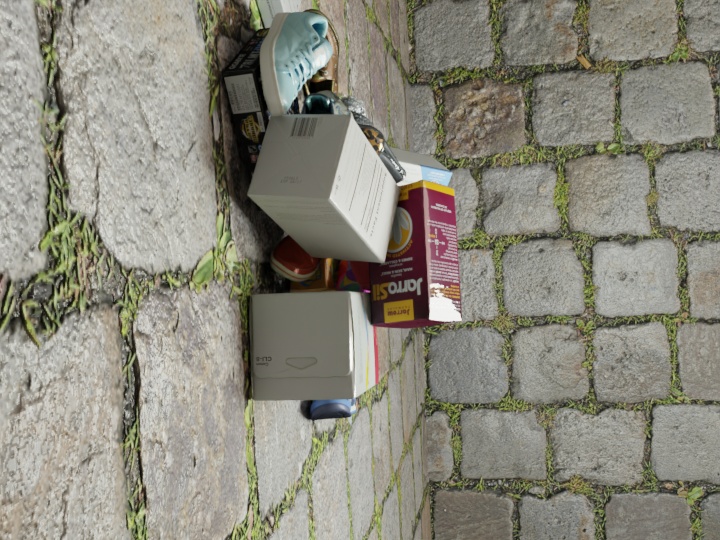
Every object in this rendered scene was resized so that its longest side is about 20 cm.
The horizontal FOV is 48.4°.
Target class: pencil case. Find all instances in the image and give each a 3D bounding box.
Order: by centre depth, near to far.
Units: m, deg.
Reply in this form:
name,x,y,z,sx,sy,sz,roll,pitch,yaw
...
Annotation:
name,x,y,z,sx,sy,sz,roll,pitch,yaw
pencil case,0.000,0.000,1.327,0.089,0.088,0.201,77,14,-45

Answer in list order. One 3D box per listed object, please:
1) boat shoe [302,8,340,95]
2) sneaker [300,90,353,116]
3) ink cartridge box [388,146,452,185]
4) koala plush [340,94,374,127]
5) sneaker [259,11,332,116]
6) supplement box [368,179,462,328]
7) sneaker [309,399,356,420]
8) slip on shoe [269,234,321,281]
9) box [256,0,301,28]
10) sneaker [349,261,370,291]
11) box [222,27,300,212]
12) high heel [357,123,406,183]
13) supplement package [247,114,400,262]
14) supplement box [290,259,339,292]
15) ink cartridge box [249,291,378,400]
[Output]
name,x,y,z,sx,sy,sz,roll,pitch,yaw
boat shoe,-0.070,-0.357,1.415,0.201,0.071,0.068,77,14,-46
sneaker,-0.053,-0.236,1.213,0.201,0.077,0.087,-93,172,-53
ink cartridge box,0.059,-0.115,1.466,0.084,0.144,0.201,48,-56,49
koala plush,-0.003,-0.221,1.526,0.178,0.182,0.201,-83,156,-46
sneaker,-0.080,-0.280,1.047,0.074,0.081,0.201,71,18,-49
supplement box,0.077,-0.020,1.178,0.085,0.110,0.202,8,77,-49
sneaker,-0.049,0.218,1.405,0.200,0.073,0.083,61,26,-84
slip on shoe,-0.077,-0.046,1.212,0.061,0.074,0.200,-64,172,34
box,-0.125,-0.469,1.222,0.156,0.041,0.201,75,15,-50
sneaker,-0.010,-0.067,1.226,0.087,0.073,0.202,-3,84,-53
box,-0.127,-0.216,1.126,0.200,0.049,0.200,-78,163,-56
high heel,-0.037,-0.160,1.326,0.143,0.199,0.072,48,19,-46
supplement package,-0.041,-0.106,1.073,0.200,0.120,0.121,48,52,-59
supplement box,-0.067,0.005,1.359,0.200,0.068,0.067,4,81,-78
ink cartridge box,-0.061,0.103,1.142,0.200,0.144,0.146,11,76,-80
